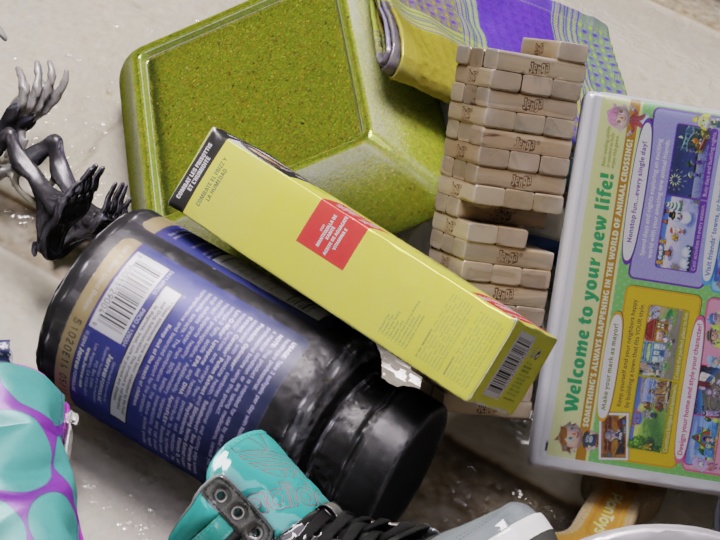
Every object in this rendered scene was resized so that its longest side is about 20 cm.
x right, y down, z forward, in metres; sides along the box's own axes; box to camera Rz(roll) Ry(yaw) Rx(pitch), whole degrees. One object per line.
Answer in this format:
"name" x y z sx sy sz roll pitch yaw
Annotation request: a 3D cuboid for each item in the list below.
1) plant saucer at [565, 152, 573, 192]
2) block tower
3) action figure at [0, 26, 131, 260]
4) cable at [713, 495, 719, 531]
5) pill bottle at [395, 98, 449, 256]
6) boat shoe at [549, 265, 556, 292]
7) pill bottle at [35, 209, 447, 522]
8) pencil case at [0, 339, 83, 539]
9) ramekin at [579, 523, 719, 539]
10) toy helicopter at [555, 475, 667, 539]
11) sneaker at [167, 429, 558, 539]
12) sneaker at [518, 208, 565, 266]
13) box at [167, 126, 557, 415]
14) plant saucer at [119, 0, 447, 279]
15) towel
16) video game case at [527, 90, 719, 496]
"plant saucer" 0.187 -0.050 1.185 0.199 0.028 0.200 17 15 -5
"block tower" 0.072 -0.026 1.038 0.058 0.201 0.054 7 7 -20
"action figure" -0.219 -0.092 1.126 0.200 0.102 0.119 37 6 18
"cable" 0.258 0.144 0.993 0.162 0.051 0.201 -4 84 2
"pill bottle" 0.034 -0.087 1.179 0.110 0.111 0.200 -7 48 -19
"boat shoe" 0.205 0.028 1.141 0.199 0.076 0.074 28 19 10
"pill bottle" -0.060 0.060 1.012 0.199 0.112 0.112 29 47 16
"pencil case" -0.163 0.135 0.933 0.092 0.085 0.200 -12 50 -15
"ramekin" 0.124 0.215 0.859 0.201 0.094 0.204 1 83 -7
"toy helicopter" 0.126 0.153 0.992 0.132 0.079 0.200 18 32 14
"sneaker" -0.015 0.123 0.900 0.121 0.199 0.084 65 19 14
"sneaker" 0.163 0.046 1.074 0.199 0.112 0.077 25 5 4
"box" 0.000 0.000 0.992 0.200 0.050 0.075 34 4 25
"plant saucer" -0.057 -0.090 1.123 0.199 0.048 0.201 -21 52 13
"towel" 0.084 -0.131 1.137 0.199 0.023 0.144 20 37 -25
"video game case" 0.192 0.018 1.024 0.181 0.201 0.022 9 0 -1
